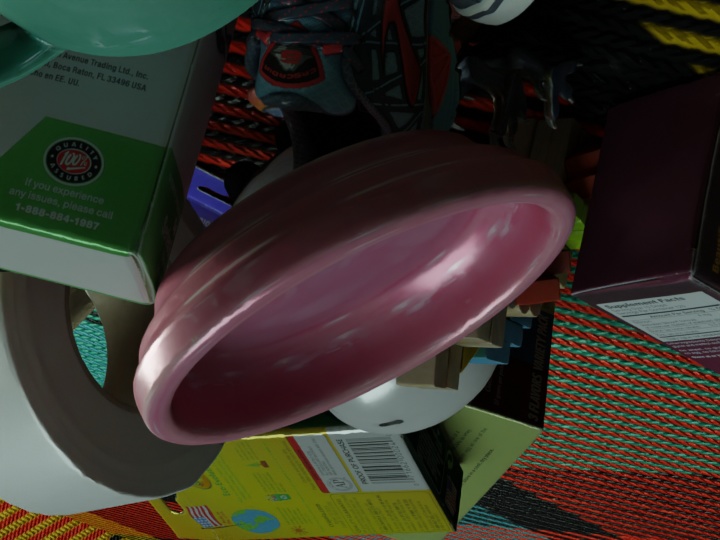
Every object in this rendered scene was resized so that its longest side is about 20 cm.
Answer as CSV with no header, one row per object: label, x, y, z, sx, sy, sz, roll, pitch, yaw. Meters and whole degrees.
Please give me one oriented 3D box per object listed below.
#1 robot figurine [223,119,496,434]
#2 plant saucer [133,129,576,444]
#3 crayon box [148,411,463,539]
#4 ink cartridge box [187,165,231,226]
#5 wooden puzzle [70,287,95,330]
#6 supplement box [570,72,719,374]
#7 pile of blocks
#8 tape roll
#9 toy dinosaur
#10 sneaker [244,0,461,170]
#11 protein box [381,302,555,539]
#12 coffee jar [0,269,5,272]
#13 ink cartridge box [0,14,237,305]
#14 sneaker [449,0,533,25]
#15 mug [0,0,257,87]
robot figurine,0.000,0.002,0.880,0.125,0.200,0.150,-8,136,-34
plant saucer,-0.007,0.004,0.647,0.200,0.051,0.201,-25,162,-9
crayon box,-0.048,0.118,0.976,0.200,0.051,0.127,-6,140,19
ink cartridge box,-0.138,-0.025,1.121,0.198,0.043,0.200,26,157,-30
wooden puzzle,-0.265,-0.004,0.977,0.185,0.200,0.046,33,152,21
supplement box,0.215,-0.004,0.794,0.200,0.110,0.086,26,158,-30
pile of blocks,0.091,-0.001,0.796,0.062,0.200,0.082,0,131,38
tape roll,-0.153,0.033,0.862,0.071,0.203,0.202,-15,148,31
toy dinosaur,0.015,-0.106,0.775,0.181,0.105,0.200,16,130,29
sneaker,-0.006,-0.105,0.629,0.079,0.096,0.200,11,136,27
protein box,0.001,0.068,1.053,0.200,0.135,0.199,18,143,-10
coffee jar,-0.229,-0.058,0.763,0.200,0.104,0.085,6,163,23
ink cartridge box,-0.129,-0.104,0.637,0.146,0.200,0.084,14,165,3
sneaker,0.052,-0.161,0.523,0.079,0.079,0.200,14,151,-13
mug,-0.095,-0.146,0.538,0.185,0.152,0.114,-23,147,22
